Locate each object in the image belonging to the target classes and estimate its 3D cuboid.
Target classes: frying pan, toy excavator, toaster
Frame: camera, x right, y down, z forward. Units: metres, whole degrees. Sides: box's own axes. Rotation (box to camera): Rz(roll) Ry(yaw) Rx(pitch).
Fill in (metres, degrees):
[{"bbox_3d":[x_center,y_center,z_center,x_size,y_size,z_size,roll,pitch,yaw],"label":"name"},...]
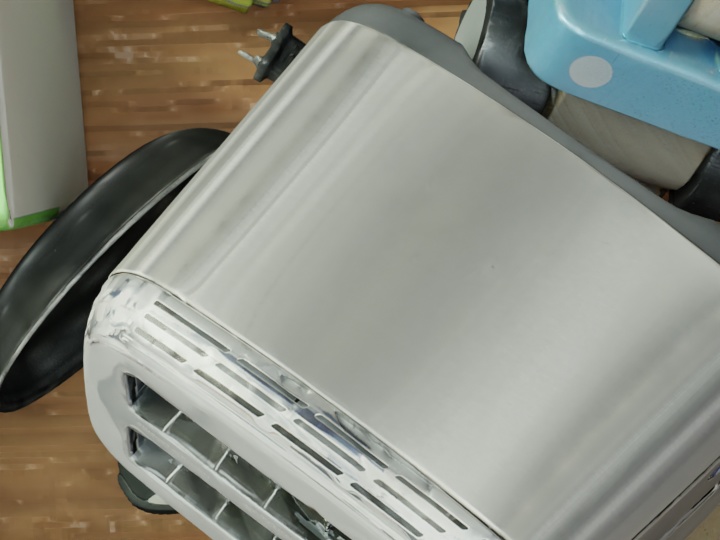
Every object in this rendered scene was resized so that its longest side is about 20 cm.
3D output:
[{"bbox_3d":[-0.096,0.023,0.911,0.031,0.115,0.190,45,116,7],"label":"frying pan"},{"bbox_3d":[0.101,-0.095,0.802,0.100,0.195,0.200,19,135,-10],"label":"toy excavator"},{"bbox_3d":[0.013,0.021,0.805,0.200,0.114,0.129,37,66,13],"label":"toaster"}]

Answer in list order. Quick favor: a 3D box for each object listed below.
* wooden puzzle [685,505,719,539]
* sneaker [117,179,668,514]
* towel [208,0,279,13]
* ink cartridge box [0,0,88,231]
[{"bbox_3d":[0.115,0.134,0.884,0.185,0.046,0.200,-25,97,-17],"label":"wooden puzzle"},{"bbox_3d":[0.000,0.000,0.919,0.200,0.074,0.085,-36,86,-3],"label":"sneaker"},{"bbox_3d":[-0.091,-0.159,0.864,0.200,0.023,0.144,16,127,-13],"label":"towel"},{"bbox_3d":[-0.192,-0.047,0.880,0.200,0.146,0.084,-5,93,3],"label":"ink cartridge box"}]
